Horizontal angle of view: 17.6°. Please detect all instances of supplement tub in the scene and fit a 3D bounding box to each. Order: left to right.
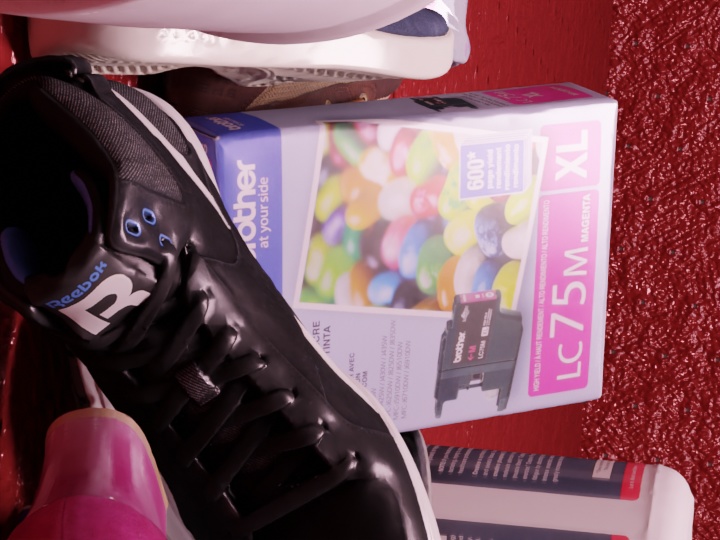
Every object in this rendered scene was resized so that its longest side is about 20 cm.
[{"bbox_3d":[0.055,0.155,1.111,0.140,0.200,0.140,4,90,-79],"label":"supplement tub"}]

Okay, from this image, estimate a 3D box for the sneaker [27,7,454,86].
[{"bbox_3d":[-0.032,-0.106,0.781,0.200,0.075,0.085,-2,91,-58],"label":"sneaker"}]

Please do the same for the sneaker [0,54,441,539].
[{"bbox_3d":[-0.055,0.029,0.674,0.200,0.073,0.112,57,11,13],"label":"sneaker"}]

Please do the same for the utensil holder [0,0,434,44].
[{"bbox_3d":[-0.045,-0.139,0.574,0.200,0.170,0.170,-26,119,-75],"label":"utensil holder"}]

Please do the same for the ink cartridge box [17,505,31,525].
[{"bbox_3d":[-0.099,0.182,0.731,0.200,0.041,0.200,77,18,-56],"label":"ink cartridge box"}]

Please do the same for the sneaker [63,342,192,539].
[{"bbox_3d":[-0.036,0.068,0.767,0.200,0.087,0.075,62,-3,6],"label":"sneaker"}]

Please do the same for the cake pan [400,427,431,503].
[{"bbox_3d":[-0.014,0.153,0.870,0.200,0.037,0.200,-169,-90,-83],"label":"cake pan"}]

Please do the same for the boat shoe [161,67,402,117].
[{"bbox_3d":[-0.032,-0.070,0.937,0.200,0.072,0.072,-12,114,-75],"label":"boat shoe"}]

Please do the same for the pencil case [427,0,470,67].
[{"bbox_3d":[0.013,-0.188,1.073,0.091,0.083,0.200,-167,-101,-69],"label":"pencil case"}]

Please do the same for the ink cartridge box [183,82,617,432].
[{"bbox_3d":[0.000,0.000,0.838,0.042,0.200,0.119,28,-60,59],"label":"ink cartridge box"}]

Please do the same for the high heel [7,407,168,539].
[{"bbox_3d":[-0.051,0.140,0.655,0.096,0.067,0.200,-91,171,-56],"label":"high heel"}]
